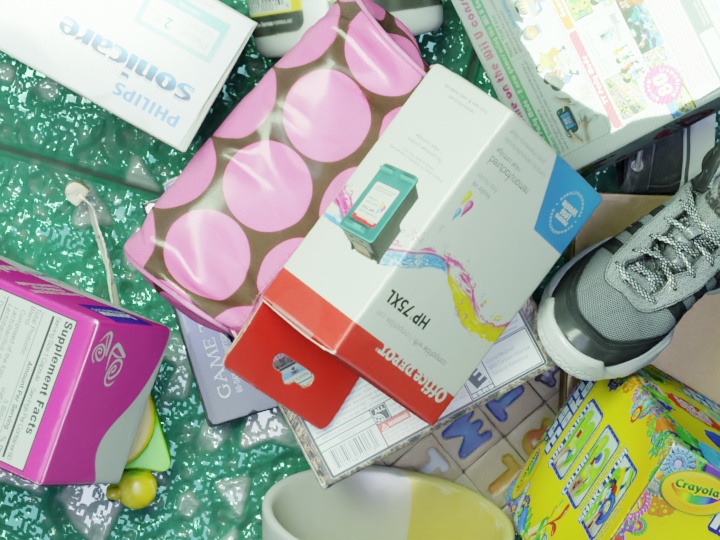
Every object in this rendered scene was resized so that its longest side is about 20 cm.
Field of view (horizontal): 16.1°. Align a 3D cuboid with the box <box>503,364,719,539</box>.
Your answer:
[{"bbox_3d":[0.208,0.162,1.469,0.200,0.193,0.122,30,100,-14],"label":"box"}]

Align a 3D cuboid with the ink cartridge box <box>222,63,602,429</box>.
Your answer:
[{"bbox_3d":[0.028,0.003,1.383,0.200,0.067,0.116,-54,141,0],"label":"ink cartridge box"}]

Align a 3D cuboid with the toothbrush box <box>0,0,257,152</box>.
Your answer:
[{"bbox_3d":[-0.143,-0.140,1.442,0.146,0.200,0.086,29,93,-5],"label":"toothbrush box"}]

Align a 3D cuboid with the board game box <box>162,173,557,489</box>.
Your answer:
[{"bbox_3d":[0.000,0.000,1.494,0.159,0.097,0.201,-27,93,-2],"label":"board game box"}]

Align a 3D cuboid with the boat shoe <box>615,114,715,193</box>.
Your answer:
[{"bbox_3d":[0.174,-0.145,1.532,0.067,0.072,0.201,-4,103,-5],"label":"boat shoe"}]

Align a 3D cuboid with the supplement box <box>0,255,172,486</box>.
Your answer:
[{"bbox_3d":[-0.226,0.043,1.465,0.199,0.101,0.104,23,94,20],"label":"supplement box"}]

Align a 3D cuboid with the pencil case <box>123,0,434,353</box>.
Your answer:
[{"bbox_3d":[-0.034,-0.054,1.400,0.094,0.091,0.200,39,90,28],"label":"pencil case"}]

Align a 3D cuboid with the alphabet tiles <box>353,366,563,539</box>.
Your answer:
[{"bbox_3d":[0.077,0.114,1.578,0.167,0.008,0.200,-40,97,1],"label":"alphabet tiles"}]

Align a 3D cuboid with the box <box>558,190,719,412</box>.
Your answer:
[{"bbox_3d":[0.205,0.054,1.570,0.163,0.021,0.201,2,93,-6],"label":"box"}]

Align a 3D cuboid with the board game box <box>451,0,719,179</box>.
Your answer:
[{"bbox_3d":[0.165,-0.155,1.467,0.199,0.064,0.148,-26,84,15],"label":"board game box"}]

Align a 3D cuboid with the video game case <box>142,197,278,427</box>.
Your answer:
[{"bbox_3d":[-0.017,-0.002,1.551,0.199,0.019,0.143,-17,92,-1],"label":"video game case"}]

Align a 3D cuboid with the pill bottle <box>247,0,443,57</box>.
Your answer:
[{"bbox_3d":[-0.021,-0.231,1.485,0.114,0.114,0.201,-9,96,-3],"label":"pill bottle"}]

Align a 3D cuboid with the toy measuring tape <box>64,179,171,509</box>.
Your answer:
[{"bbox_3d":[-0.167,0.050,1.525,0.073,0.074,0.201,-16,96,-2],"label":"toy measuring tape"}]

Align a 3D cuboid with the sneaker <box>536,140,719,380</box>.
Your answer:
[{"bbox_3d":[0.185,-0.017,1.455,0.076,0.114,0.200,48,49,11],"label":"sneaker"}]

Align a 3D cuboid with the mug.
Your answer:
[{"bbox_3d":[0.025,0.218,1.513,0.186,0.149,0.154,11,108,13],"label":"mug"}]
